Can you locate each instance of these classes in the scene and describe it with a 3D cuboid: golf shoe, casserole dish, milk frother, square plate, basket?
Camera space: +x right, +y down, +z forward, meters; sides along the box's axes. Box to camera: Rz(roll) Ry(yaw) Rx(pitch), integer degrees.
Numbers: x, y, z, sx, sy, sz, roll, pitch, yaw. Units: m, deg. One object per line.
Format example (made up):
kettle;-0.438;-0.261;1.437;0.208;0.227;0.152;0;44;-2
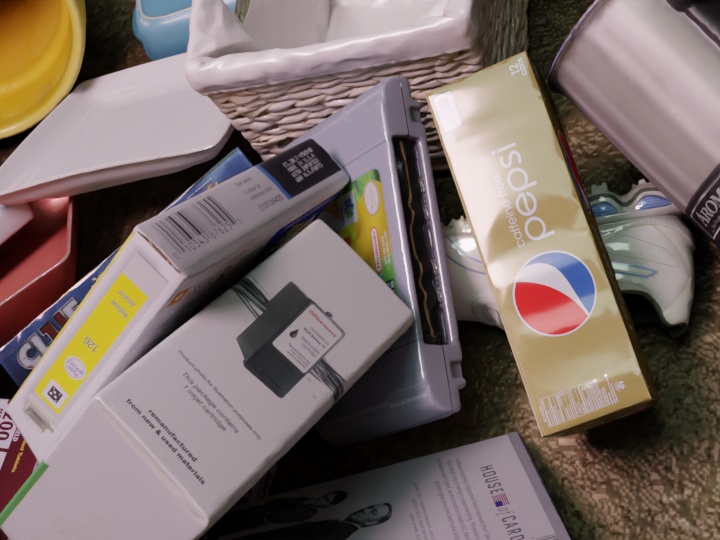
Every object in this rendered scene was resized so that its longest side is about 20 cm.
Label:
golf shoe;0.103;0.014;0.815;0.197;0.078;0.099;-15;62;20
casserole dish;-0.106;-0.241;1.096;0.197;0.039;0.123;-16;56;17
milk frother;0.246;-0.112;0.758;0.188;0.181;0.199;48;44;15
square plate;-0.158;-0.110;1.004;0.195;0.029;0.201;-10;29;21
basket;0.011;-0.181;0.919;0.197;0.161;0.201;-8;59;22

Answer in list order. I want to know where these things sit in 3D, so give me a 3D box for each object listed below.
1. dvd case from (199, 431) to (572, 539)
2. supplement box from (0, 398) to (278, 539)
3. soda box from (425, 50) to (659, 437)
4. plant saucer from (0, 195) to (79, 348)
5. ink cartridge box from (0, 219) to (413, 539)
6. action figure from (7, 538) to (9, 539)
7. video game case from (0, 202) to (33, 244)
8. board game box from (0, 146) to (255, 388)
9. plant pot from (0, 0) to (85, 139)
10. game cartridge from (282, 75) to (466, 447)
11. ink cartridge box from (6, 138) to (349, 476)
dvd case;0.009;0.153;0.729;0.197;0.025;0.151;-14;22;-2
supplement box;-0.161;0.150;0.874;0.197;0.061;0.110;2;62;27
soda box;0.102;-0.012;0.756;0.063;0.068;0.203;-20;79;14
plant saucer;-0.278;0.019;0.987;0.199;0.037;0.200;-35;25;5
ink cartridge box;-0.079;0.079;0.731;0.083;0.147;0.200;46;42;3
action figure;-0.208;0.220;0.827;0.119;0.054;0.200;52;124;11
video game case;-0.353;-0.019;1.048;0.182;0.023;0.200;-41;34;-11
board game box;-0.138;0.004;0.906;0.199;0.135;0.035;-40;85;0
plant pot;-0.323;-0.239;1.119;0.199;0.202;0.190;-25;38;11
game cartridge;0.000;0.000;0.831;0.133;0.040;0.203;-29;65;54
ink cartridge box;-0.112;0.026;0.778;0.047;0.197;0.200;45;120;3
